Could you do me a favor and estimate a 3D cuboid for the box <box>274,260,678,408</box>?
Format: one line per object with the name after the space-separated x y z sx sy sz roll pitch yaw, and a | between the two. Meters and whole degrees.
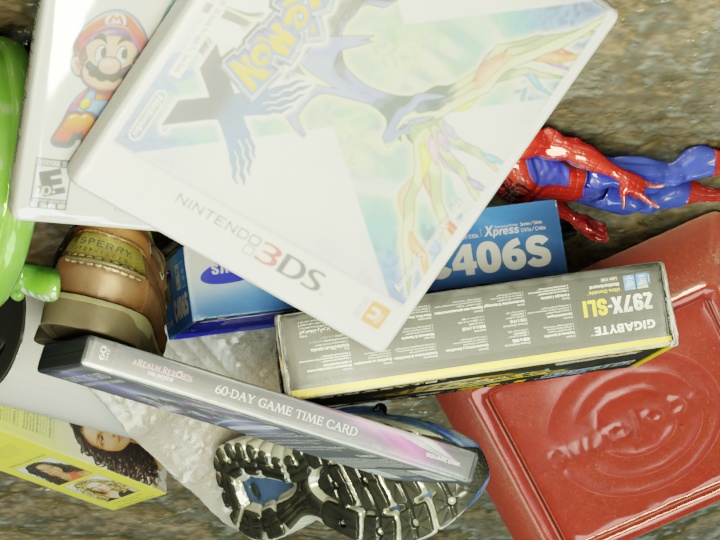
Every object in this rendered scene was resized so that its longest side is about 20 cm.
0.055 0.037 1.523 0.200 0.049 0.160 -8 176 -3 | box

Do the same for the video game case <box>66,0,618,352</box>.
-0.007 -0.082 1.338 0.182 0.022 0.200 29 102 -26 | video game case

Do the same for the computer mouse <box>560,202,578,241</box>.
0.022 -0.018 1.625 0.200 0.044 0.110 10 151 -28 | computer mouse

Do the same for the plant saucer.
0.159 0.084 1.723 0.199 0.037 0.200 -24 127 6 | plant saucer

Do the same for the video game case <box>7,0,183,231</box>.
-0.052 -0.102 1.341 0.200 0.024 0.182 4 112 -18 | video game case

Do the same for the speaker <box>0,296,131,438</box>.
-0.140 0.057 1.709 0.200 0.081 0.081 18 146 -37 | speaker

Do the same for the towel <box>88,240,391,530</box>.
-0.072 0.059 1.670 0.132 0.034 0.200 -40 134 2 | towel

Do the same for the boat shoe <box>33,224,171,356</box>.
-0.126 0.012 1.505 0.072 0.068 0.200 14 171 -6 | boat shoe

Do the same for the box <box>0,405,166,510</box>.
-0.199 0.083 1.760 0.050 0.075 0.200 -21 151 34 | box

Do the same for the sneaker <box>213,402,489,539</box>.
0.005 0.103 1.622 0.089 0.079 0.200 -25 -167 -37 | sneaker

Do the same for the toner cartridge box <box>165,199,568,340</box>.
0.000 0.000 1.532 0.200 0.043 0.095 -7 173 -13 | toner cartridge box

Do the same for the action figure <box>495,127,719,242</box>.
0.133 -0.047 1.586 0.200 0.052 0.065 8 155 -19 | action figure

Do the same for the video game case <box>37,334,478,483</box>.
-0.054 0.070 1.450 0.200 0.019 0.143 19 172 -13 | video game case

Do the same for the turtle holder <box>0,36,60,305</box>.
-0.218 -0.058 1.425 0.131 0.186 0.141 4 120 -19 | turtle holder
